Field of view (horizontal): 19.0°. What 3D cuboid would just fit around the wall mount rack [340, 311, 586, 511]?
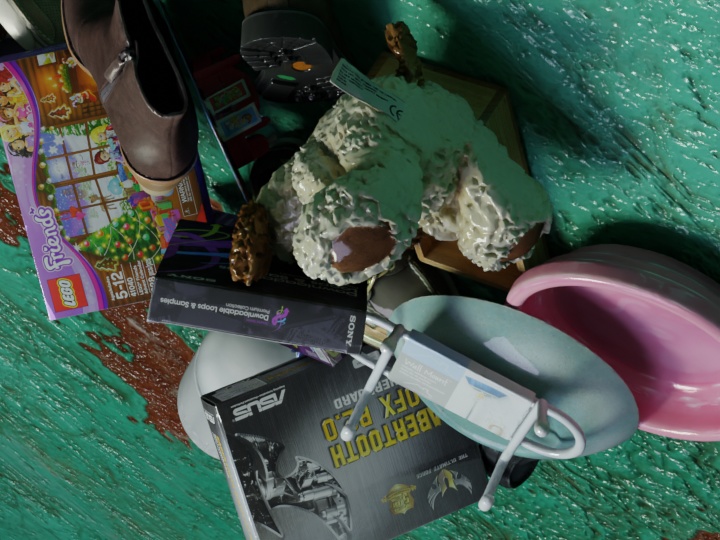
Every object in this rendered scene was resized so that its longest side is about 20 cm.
[{"bbox_3d":[0.065,0.092,1.493,0.199,0.075,0.174,27,150,2],"label":"wall mount rack"}]

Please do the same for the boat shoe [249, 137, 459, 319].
[{"bbox_3d":[-0.006,-0.014,1.606,0.202,0.072,0.060,44,-161,-3],"label":"boat shoe"}]

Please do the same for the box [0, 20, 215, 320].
[{"bbox_3d":[-0.188,-0.073,1.600,0.136,0.039,0.201,-12,105,5],"label":"box"}]

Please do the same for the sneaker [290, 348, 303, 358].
[{"bbox_3d":[-0.021,0.082,1.810,0.075,0.088,0.200,18,152,25],"label":"sneaker"}]

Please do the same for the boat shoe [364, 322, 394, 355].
[{"bbox_3d":[0.000,0.000,1.669,0.199,0.072,0.076,28,143,12],"label":"boat shoe"}]

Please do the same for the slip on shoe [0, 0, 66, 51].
[{"bbox_3d":[-0.212,-0.173,1.627,0.200,0.061,0.076,51,-167,-6],"label":"slip on shoe"}]

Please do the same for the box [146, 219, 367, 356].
[{"bbox_3d":[-0.066,0.008,1.475,0.142,0.036,0.200,9,-166,-2],"label":"box"}]

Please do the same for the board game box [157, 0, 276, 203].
[{"bbox_3d":[-0.091,-0.120,1.521,0.158,0.039,0.201,66,180,-59],"label":"board game box"}]

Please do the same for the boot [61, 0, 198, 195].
[{"bbox_3d":[-0.153,-0.160,1.458,0.166,0.072,0.201,110,142,-69],"label":"boot"}]

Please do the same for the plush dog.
[{"bbox_3d":[-0.002,-0.054,1.400,0.172,0.199,0.161,-34,69,44],"label":"plush dog"}]

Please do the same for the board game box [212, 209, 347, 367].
[{"bbox_3d":[-0.081,0.008,1.684,0.120,0.032,0.200,51,167,-20],"label":"board game box"}]

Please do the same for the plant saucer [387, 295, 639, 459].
[{"bbox_3d":[0.105,0.092,1.581,0.200,0.039,0.201,21,154,11],"label":"plant saucer"}]

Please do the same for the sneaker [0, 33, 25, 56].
[{"bbox_3d":[-0.227,-0.104,1.730,0.200,0.082,0.070,41,153,-15],"label":"sneaker"}]

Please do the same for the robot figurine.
[{"bbox_3d":[-0.098,0.102,1.903,0.170,0.112,0.200,65,158,14],"label":"robot figurine"}]

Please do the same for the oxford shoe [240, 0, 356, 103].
[{"bbox_3d":[-0.039,-0.162,1.433,0.072,0.085,0.200,-3,168,2],"label":"oxford shoe"}]

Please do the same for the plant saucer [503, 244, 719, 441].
[{"bbox_3d":[0.200,0.046,1.510,0.200,0.051,0.201,22,154,11],"label":"plant saucer"}]

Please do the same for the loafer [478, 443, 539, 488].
[{"bbox_3d":[0.139,0.125,1.717,0.070,0.068,0.201,36,153,17],"label":"loafer"}]

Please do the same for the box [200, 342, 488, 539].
[{"bbox_3d":[-0.010,0.140,1.709,0.048,0.199,0.159,14,123,69],"label":"box"}]

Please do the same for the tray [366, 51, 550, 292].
[{"bbox_3d":[0.071,-0.064,1.504,0.098,0.037,0.200,19,152,27],"label":"tray"}]
